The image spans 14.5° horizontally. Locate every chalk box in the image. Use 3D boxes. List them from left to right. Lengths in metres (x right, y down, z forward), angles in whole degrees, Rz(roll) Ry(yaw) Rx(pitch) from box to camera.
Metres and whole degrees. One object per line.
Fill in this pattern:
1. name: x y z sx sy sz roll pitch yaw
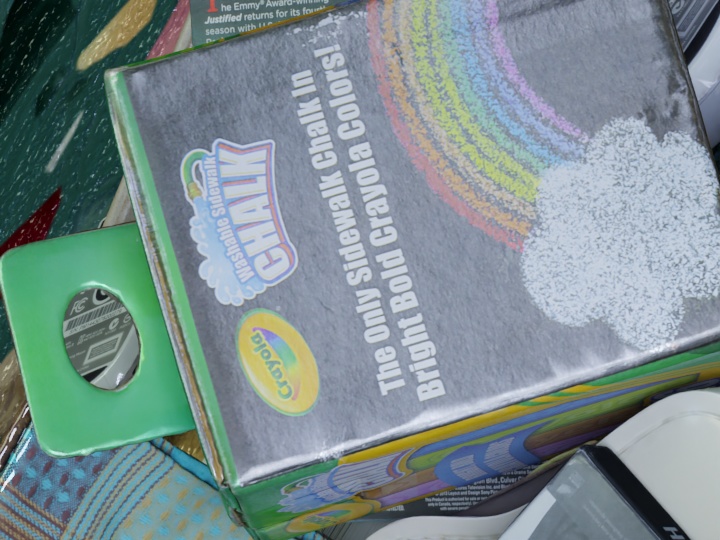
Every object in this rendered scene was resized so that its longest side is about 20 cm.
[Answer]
1. chalk box: 0.000 0.000 0.804 0.199 0.124 0.125 -16 78 -1

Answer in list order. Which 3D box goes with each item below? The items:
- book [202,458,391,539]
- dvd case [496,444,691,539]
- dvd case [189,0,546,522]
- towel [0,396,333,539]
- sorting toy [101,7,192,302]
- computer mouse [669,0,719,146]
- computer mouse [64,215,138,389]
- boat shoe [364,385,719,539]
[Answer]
1. book: -0.065 0.150 1.019 0.201 0.048 0.134 -58 22 -2
2. dvd case: 0.045 0.170 0.753 0.200 0.025 0.150 -50 63 18
3. dvd case: 0.016 -0.019 0.913 0.145 0.022 0.201 -4 91 21
4. towel: -0.060 0.136 0.861 0.022 0.200 0.147 18 76 49
5. sorting toy: -0.033 -0.083 1.052 0.200 0.036 0.186 -42 -25 -79
6. computer mouse: 0.088 -0.066 0.986 0.110 0.044 0.200 -54 21 -6
7. computer mouse: -0.084 -0.006 1.207 0.109 0.044 0.201 -20 39 41
8. boat shoe: 0.061 0.088 0.817 0.200 0.059 0.072 -36 72 39
